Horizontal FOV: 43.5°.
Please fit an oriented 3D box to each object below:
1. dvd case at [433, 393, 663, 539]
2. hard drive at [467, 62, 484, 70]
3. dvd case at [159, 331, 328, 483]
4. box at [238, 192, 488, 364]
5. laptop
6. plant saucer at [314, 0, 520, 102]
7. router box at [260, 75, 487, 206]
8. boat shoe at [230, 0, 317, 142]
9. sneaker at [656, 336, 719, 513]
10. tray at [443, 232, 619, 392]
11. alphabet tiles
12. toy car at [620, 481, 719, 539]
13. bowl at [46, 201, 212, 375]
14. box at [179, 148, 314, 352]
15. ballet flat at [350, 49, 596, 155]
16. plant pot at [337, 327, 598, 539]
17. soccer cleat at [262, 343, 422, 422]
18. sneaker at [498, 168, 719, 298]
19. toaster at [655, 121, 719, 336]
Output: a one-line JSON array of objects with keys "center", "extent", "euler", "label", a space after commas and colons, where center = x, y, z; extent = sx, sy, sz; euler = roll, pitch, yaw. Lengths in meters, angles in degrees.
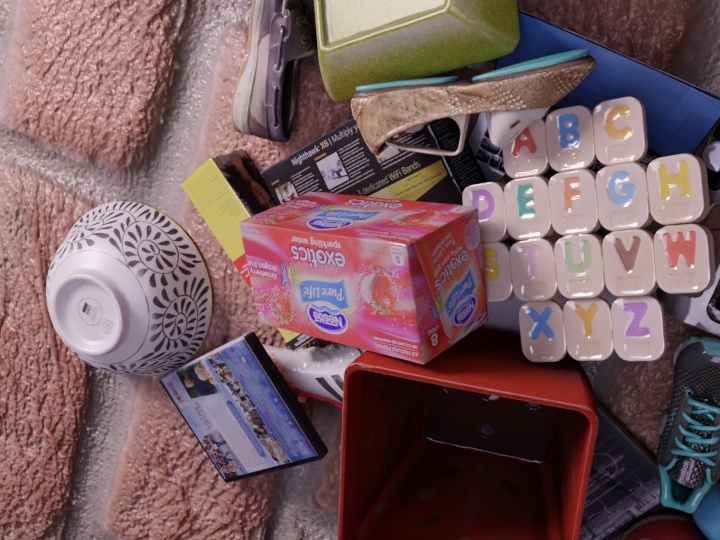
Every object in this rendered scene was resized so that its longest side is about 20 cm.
[{"center": [0.190, 0.185, 0.887], "extent": [0.200, 0.016, 0.149], "euler": [44, 117, -2], "label": "dvd case"}, {"center": [0.054, -0.277, 0.768], "extent": [0.200, 0.026, 0.133], "euler": [40, 116, 29], "label": "hard drive"}, {"center": [-0.129, 0.150, 0.950], "extent": [0.199, 0.018, 0.144], "euler": [-26, 98, 49], "label": "dvd case"}, {"center": [0.000, 0.000, 0.768], "extent": [0.198, 0.094, 0.104], "euler": [10, 117, 42], "label": "box"}, {"center": [0.176, -0.094, 0.769], "extent": [0.186, 0.116, 0.202], "euler": [27, 112, 11], "label": "laptop"}, {"center": [0.026, -0.259, 0.739], "extent": [0.198, 0.048, 0.203], "euler": [-7, 88, 40], "label": "plant saucer"}, {"center": [0.019, -0.064, 0.840], "extent": [0.199, 0.052, 0.159], "euler": [-22, 97, 39], "label": "router box"}, {"center": [-0.070, -0.217, 0.847], "extent": [0.064, 0.072, 0.202], "euler": [20, 114, 6], "label": "boat shoe"}, {"center": [0.290, 0.138, 0.763], "extent": [0.077, 0.092, 0.201], "euler": [12, 142, 22], "label": "sneaker"}, {"center": [0.140, 0.045, 0.861], "extent": [0.199, 0.022, 0.108], "euler": [-35, 106, 25], "label": "tray"}, {"center": [0.169, -0.028, 0.698], "extent": [0.198, 0.015, 0.199], "euler": [-4, 90, 38], "label": "alphabet tiles"}, {"center": [0.306, 0.330, 0.794], "extent": [0.177, 0.200, 0.185], "euler": [41, 113, -2], "label": "toy car"}, {"center": [-0.269, 0.035, 0.970], "extent": [0.198, 0.094, 0.204], "euler": [6, 107, 18], "label": "bowl"}, {"center": [-0.094, -0.022, 0.906], "extent": [0.050, 0.075, 0.201], "euler": [-32, 94, 24], "label": "box"}, {"center": [0.089, -0.127, 0.713], "extent": [0.198, 0.070, 0.066], "euler": [-4, 102, 25], "label": "ballet flat"}, {"center": [0.101, 0.148, 0.795], "extent": [0.197, 0.176, 0.203], "euler": [9, 114, 15], "label": "plant pot"}, {"center": [-0.027, 0.101, 0.925], "extent": [0.198, 0.069, 0.086], "euler": [22, 97, 13], "label": "soccer cleat"}, {"center": [0.204, -0.053, 0.730], "extent": [0.199, 0.070, 0.076], "euler": [33, 106, 35], "label": "sneaker"}, {"center": [0.354, -0.024, 0.726], "extent": [0.198, 0.119, 0.183], "euler": [23, 112, 11], "label": "toaster"}]
